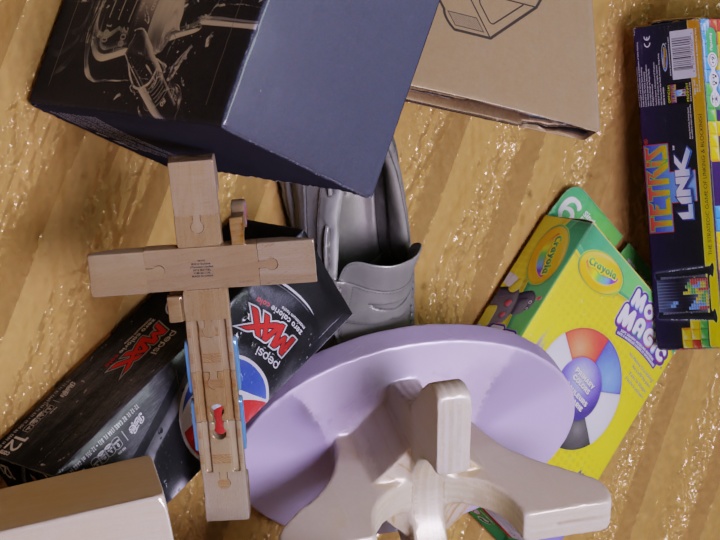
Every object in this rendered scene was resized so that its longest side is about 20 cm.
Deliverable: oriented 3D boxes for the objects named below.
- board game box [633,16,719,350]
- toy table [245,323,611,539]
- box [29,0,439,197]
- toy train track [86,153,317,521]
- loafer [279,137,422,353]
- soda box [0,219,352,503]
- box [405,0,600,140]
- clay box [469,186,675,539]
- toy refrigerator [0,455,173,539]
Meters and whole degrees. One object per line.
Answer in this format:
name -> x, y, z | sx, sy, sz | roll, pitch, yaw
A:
board game box -> 0.246, -0.056, 1.721 | 0.165, 0.057, 0.201 | -3, 89, -47
toy table -> 0.036, 0.113, 1.519 | 0.199, 0.117, 0.185 | -18, 125, -7
box -> -0.052, -0.154, 1.410 | 0.104, 0.182, 0.201 | 24, 81, -38
toy train track -> -0.076, 0.032, 1.415 | 0.114, 0.033, 0.201 | -4, 113, 2
loafer -> 0.000, 0.000, 1.548 | 0.070, 0.070, 0.201 | -24, 112, -34
soda box -> -0.099, 0.060, 1.475 | 0.200, 0.071, 0.063 | -45, 122, -24
box -> 0.056, -0.180, 1.516 | 0.163, 0.021, 0.201 | 11, 65, -26
clay box -> 0.120, 0.059, 1.670 | 0.115, 0.047, 0.200 | 45, 69, -35
toy refrigerator -> -0.190, 0.156, 1.368 | 0.199, 0.070, 0.076 | -13, 106, -7
